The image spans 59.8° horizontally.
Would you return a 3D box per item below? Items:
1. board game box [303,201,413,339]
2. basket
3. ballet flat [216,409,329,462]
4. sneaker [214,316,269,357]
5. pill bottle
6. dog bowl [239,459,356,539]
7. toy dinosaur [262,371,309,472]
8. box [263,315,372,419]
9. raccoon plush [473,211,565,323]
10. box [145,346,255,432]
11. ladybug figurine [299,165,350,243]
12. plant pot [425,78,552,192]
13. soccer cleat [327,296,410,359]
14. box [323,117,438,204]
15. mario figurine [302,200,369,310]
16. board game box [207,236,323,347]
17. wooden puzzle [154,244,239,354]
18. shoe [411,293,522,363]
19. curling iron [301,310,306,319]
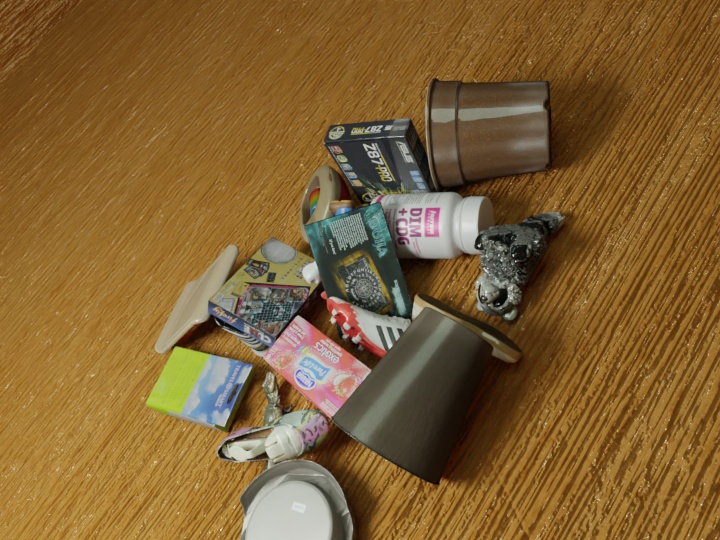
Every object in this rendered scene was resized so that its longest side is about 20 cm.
[{"bbox_3d":[0.000,0.000,1.041,0.135,0.201,0.028,-17,6,1],"label":"board game box"},{"bbox_3d":[0.085,0.163,0.867,0.200,0.180,0.136,-59,16,-5],"label":"basket"},{"bbox_3d":[-0.138,0.262,0.947,0.200,0.071,0.069,-19,92,30],"label":"ballet flat"},{"bbox_3d":[-0.235,0.071,1.159,0.076,0.115,0.200,-48,49,-9],"label":"sneaker"},{"bbox_3d":[0.120,-0.077,1.073,0.199,0.113,0.114,1,59,28],"label":"pill bottle"},{"bbox_3d":[-0.095,0.382,0.906,0.199,0.059,0.201,-14,53,19],"label":"dog bowl"},{"bbox_3d":[-0.129,0.264,1.019,0.088,0.047,0.201,-11,58,25],"label":"toy dinosaur"},{"bbox_3d":[-0.049,0.172,1.000,0.200,0.100,0.096,32,76,39],"label":"box"},{"bbox_3d":[0.261,-0.002,0.992,0.199,0.134,0.097,-16,27,-24],"label":"raccoon plush"},{"bbox_3d":[-0.282,0.213,1.129,0.199,0.048,0.122,6,61,32],"label":"box"},{"bbox_3d":[-0.065,-0.121,1.211,0.136,0.072,0.200,-55,26,33],"label":"ladybug figurine"},{"bbox_3d":[0.231,-0.243,1.093,0.198,0.200,0.201,-1,57,18],"label":"plant pot"},{"bbox_3d":[0.035,0.098,1.002,0.200,0.069,0.085,37,67,15],"label":"soccer cleat"},{"bbox_3d":[0.046,-0.184,1.132,0.161,0.200,0.049,2,58,28],"label":"box"},{"bbox_3d":[-0.035,-0.020,1.120,0.123,0.106,0.201,7,83,1],"label":"mario figurine"},{"bbox_3d":[-0.156,0.034,1.111,0.135,0.035,0.200,27,45,11],"label":"board game box"},{"bbox_3d":[-0.311,0.060,1.209,0.200,0.037,0.185,-31,32,43],"label":"wooden puzzle"},{"bbox_3d":[0.159,0.099,0.971,0.200,0.070,0.054,29,102,38],"label":"shoe"},{"bbox_3d":[-0.120,0.079,1.151,0.049,0.026,0.200,-9,54,19],"label":"curling iron"}]
